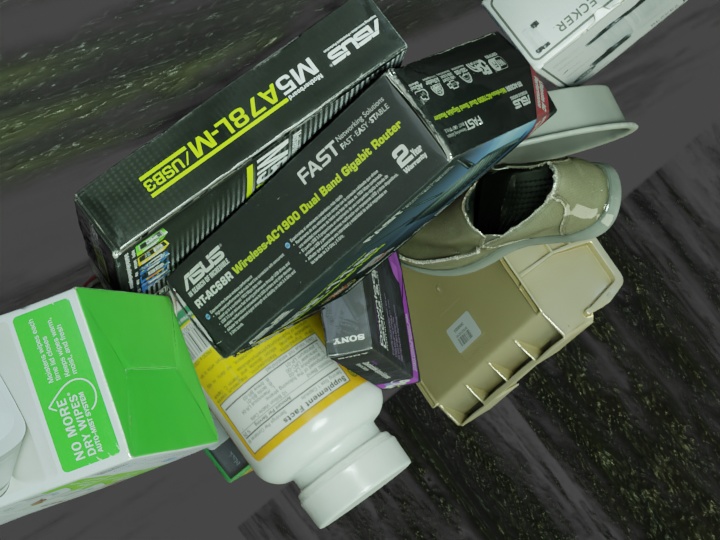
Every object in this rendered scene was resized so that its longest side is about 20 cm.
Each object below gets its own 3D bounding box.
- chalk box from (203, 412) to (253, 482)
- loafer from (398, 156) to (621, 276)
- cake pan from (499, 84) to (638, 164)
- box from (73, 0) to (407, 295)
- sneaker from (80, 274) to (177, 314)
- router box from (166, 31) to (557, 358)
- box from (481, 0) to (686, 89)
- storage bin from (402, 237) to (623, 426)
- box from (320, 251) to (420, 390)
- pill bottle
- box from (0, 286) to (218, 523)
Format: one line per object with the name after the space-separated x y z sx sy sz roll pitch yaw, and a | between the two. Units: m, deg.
-0.081 0.082 1.670 0.124 0.125 0.200 -39 174 14 | chalk box
0.090 -0.048 1.462 0.199 0.076 0.070 -16 154 40 | loafer
0.103 -0.097 1.505 0.199 0.037 0.200 -13 178 -1 | cake pan
-0.068 -0.059 1.153 0.193 0.048 0.200 -34 173 -11 | box
-0.161 0.046 1.324 0.200 0.077 0.085 115 -12 -49 | sneaker
0.002 -0.044 1.170 0.200 0.062 0.150 -42 172 31 | router box
0.158 -0.186 1.403 0.117 0.060 0.200 -39 173 11 | box
0.096 -0.001 1.718 0.094 0.199 0.200 -27 168 -36 | storage bin
0.000 0.000 1.398 0.036 0.144 0.200 -12 169 10 | box
-0.054 0.084 1.496 0.113 0.200 0.113 -36 173 -5 | pill bottle
-0.189 0.085 1.098 0.176 0.097 0.200 -20 175 8 | box
